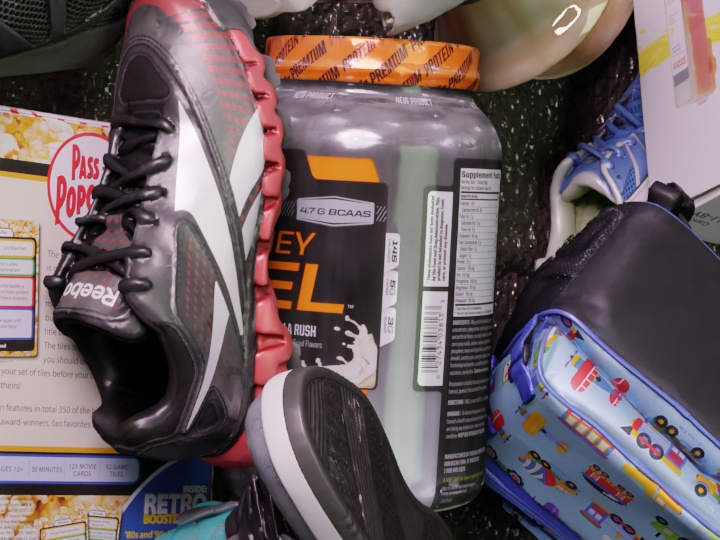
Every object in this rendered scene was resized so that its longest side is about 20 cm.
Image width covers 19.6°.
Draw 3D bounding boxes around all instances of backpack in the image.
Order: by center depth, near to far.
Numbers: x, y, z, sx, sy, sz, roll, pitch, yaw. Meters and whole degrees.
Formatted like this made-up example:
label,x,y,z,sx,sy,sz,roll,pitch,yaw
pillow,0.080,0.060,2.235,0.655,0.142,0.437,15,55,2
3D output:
label,x,y,z,sx,sy,sz,roll,pitch,yaw
backpack,0.131,0.080,0.999,0.182,0.200,0.135,42,61,0

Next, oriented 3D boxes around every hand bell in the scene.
label,x,y,z,sx,sy,sz,roll,pitch,yaw
hand bell,0.020,-0.179,0.921,0.200,0.104,0.105,42,63,-37

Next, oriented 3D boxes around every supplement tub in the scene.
label,x,y,z,sx,sy,sz,roll,pitch,yaw
supplement tub,0.000,0.000,0.922,0.122,0.122,0.202,0,93,-44

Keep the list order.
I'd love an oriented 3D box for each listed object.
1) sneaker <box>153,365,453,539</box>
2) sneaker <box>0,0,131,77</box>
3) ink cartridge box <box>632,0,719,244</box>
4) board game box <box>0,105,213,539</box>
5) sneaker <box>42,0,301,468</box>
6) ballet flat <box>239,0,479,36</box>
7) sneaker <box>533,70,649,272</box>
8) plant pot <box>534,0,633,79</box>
label,x,y,z,sx,sy,sz,roll,pitch,yaw
sneaker,-0.038,0.108,0.819,0.200,0.120,0.084,60,21,-52
sneaker,-0.145,-0.120,0.777,0.199,0.076,0.115,-23,151,-50
ink cartridge box,0.221,-0.115,1.082,0.144,0.083,0.202,12,65,-34
board game box,-0.127,0.038,0.859,0.151,0.046,0.202,7,85,-43
sneaker,-0.077,-0.017,0.825,0.097,0.070,0.203,-8,97,-45
ballet flat,-0.001,-0.131,0.881,0.069,0.198,0.068,-72,150,-42
sneaker,0.150,-0.052,1.105,0.077,0.075,0.201,39,63,-40
plant pot,0.080,-0.198,1.072,0.199,0.027,0.202,-1,91,-43
